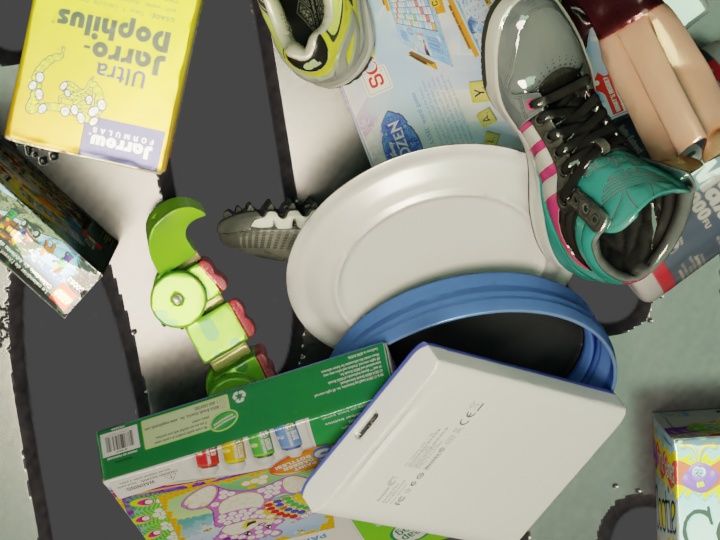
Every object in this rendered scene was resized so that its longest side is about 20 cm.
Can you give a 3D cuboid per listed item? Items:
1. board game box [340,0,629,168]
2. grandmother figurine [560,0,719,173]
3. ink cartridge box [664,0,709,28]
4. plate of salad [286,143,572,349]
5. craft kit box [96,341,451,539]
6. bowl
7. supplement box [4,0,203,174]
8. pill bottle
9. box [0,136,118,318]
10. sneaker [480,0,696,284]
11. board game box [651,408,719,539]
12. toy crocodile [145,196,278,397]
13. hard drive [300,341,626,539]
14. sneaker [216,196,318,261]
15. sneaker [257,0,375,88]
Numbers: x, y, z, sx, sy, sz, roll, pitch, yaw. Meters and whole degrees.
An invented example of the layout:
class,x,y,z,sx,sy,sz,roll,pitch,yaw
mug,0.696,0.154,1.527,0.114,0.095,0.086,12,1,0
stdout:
class,x,y,z,sx,sy,sz,roll,pitch,yaw
board game box,0.074,-0.166,1.676,0.199,0.041,0.201,-22,87,12
grandmother figurine,0.171,-0.157,1.604,0.121,0.061,0.201,-31,86,15
ink cartridge box,0.171,-0.251,1.723,0.173,0.044,0.200,-38,97,4
plate of salad,0.048,-0.015,1.666,0.199,0.048,0.201,-8,138,-8
craft kit box,-0.048,0.141,1.690,0.199,0.198,0.049,-18,57,7
bowl,0.070,0.071,1.701,0.199,0.201,0.040,-12,54,-1
supplement box,-0.159,-0.176,1.686,0.109,0.109,0.201,12,96,-4
pill bottle,0.236,-0.082,1.708,0.200,0.120,0.120,-36,97,2
box,-0.223,-0.040,1.655,0.137,0.200,0.038,43,93,-6
sneaker,0.142,-0.072,1.556,0.083,0.121,0.201,-31,120,-20
board game box,0.259,0.202,1.752,0.102,0.105,0.201,-3,97,-1
toy crocodile,-0.093,0.046,1.737,0.062,0.068,0.201,-28,97,2
hard drive,0.069,0.115,1.650,0.199,0.025,0.132,16,120,-47
sneaker,0.000,0.000,1.736,0.199,0.066,0.091,5,95,-5
sneaker,-0.041,-0.217,1.640,0.075,0.076,0.201,-20,86,14
